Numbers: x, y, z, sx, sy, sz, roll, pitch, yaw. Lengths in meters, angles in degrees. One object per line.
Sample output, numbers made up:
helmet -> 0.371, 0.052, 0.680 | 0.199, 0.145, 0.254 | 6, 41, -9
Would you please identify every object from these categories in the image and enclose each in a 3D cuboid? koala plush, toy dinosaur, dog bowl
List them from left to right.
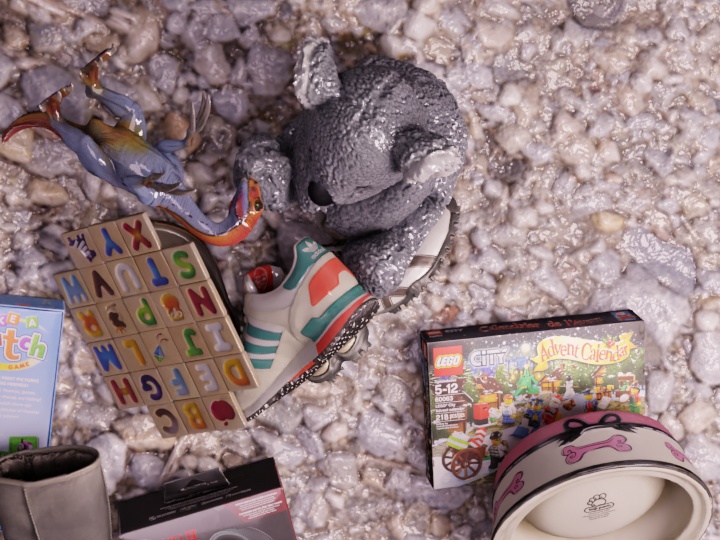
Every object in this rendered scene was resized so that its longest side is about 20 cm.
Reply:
toy dinosaur -> -0.166, -0.088, 1.413 | 0.105, 0.199, 0.182 | -45, 105, -30
koala plush -> 0.004, -0.104, 1.386 | 0.177, 0.200, 0.184 | 40, 83, 9
dog bowl -> 0.203, 0.200, 1.545 | 0.198, 0.074, 0.201 | -6, 140, -5

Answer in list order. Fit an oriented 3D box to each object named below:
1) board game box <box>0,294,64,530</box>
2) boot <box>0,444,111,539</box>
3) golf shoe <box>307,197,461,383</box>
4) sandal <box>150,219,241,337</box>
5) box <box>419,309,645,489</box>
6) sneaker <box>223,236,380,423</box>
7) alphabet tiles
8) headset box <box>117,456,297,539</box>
board game box -> -0.334, 0.118, 1.493 | 0.149, 0.037, 0.202 | 6, 105, -11
boot -> -0.284, 0.249, 1.488 | 0.180, 0.073, 0.202 | -15, 127, -5
golf shoe -> 0.000, 0.000, 1.498 | 0.094, 0.078, 0.200 | 41, 94, -16
sandal -> -0.144, 0.048, 1.497 | 0.081, 0.055, 0.202 | -22, 107, -3
box -> 0.154, 0.115, 1.573 | 0.197, 0.038, 0.138 | -6, 106, -8
sneaker -> -0.068, 0.046, 1.449 | 0.094, 0.070, 0.200 | 52, 133, 5
alphabet tiles -> -0.171, 0.049, 1.461 | 0.165, 0.006, 0.202 | -11, 112, 37
headset box -> -0.122, 0.267, 1.547 | 0.147, 0.077, 0.202 | -15, 108, -5
